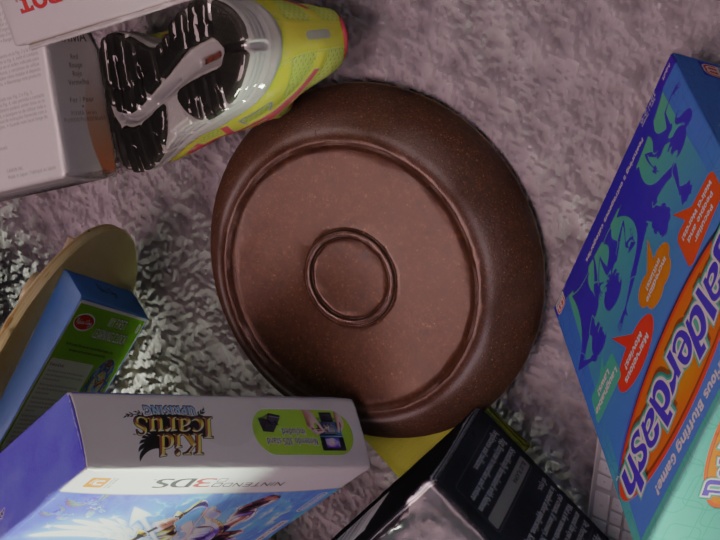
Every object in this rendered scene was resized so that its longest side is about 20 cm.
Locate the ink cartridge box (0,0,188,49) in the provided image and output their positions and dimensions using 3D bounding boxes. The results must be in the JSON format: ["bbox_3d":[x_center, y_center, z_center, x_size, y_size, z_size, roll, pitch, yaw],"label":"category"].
[{"bbox_3d":[-0.141,-0.234,1.069,0.145,0.084,0.200,-10,104,36],"label":"ink cartridge box"}]

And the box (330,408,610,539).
[{"bbox_3d":[0.053,0.219,1.077,0.200,0.117,0.197,46,112,-1],"label":"box"}]

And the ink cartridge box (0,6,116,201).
[{"bbox_3d":[-0.231,-0.140,1.209,0.162,0.050,0.201,-9,87,36],"label":"ink cartridge box"}]

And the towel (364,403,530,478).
[{"bbox_3d":[0.004,0.047,1.141,0.200,0.018,0.086,48,131,6],"label":"towel"}]

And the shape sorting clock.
[{"bbox_3d":[-0.183,0.064,1.155,0.039,0.200,0.200,30,124,11],"label":"shape sorting clock"}]

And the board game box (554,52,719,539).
[{"bbox_3d":[0.151,0.014,0.914,0.045,0.200,0.152,14,118,-15],"label":"board game box"}]

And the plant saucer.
[{"bbox_3d":[0.000,0.000,1.092,0.200,0.034,0.201,7,107,25],"label":"plant saucer"}]

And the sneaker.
[{"bbox_3d":[-0.074,-0.102,1.091,0.200,0.090,0.078,-7,95,59],"label":"sneaker"}]

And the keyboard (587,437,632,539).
[{"bbox_3d":[0.152,0.068,1.055,0.056,0.011,0.200,18,119,26],"label":"keyboard"}]

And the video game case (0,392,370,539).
[{"bbox_3d":[-0.124,0.128,1.090,0.200,0.181,0.046,-40,57,41],"label":"video game case"}]
